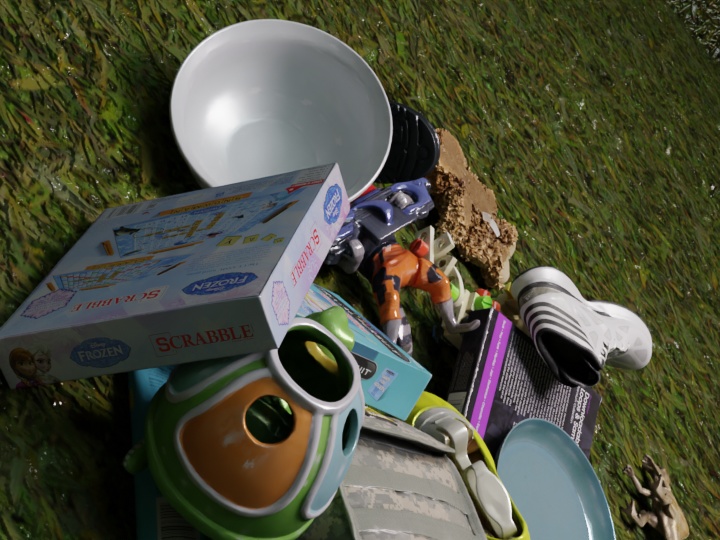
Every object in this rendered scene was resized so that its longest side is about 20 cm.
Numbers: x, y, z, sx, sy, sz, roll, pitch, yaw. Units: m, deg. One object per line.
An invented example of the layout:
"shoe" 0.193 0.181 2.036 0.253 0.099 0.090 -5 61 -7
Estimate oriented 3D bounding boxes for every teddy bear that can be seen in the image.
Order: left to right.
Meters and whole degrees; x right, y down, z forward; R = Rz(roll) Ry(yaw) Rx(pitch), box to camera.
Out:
"teddy bear" 0.115 -0.066 1.527 0.200 0.066 0.146 44 39 -36

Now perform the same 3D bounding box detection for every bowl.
"bowl" -0.077 -0.117 1.190 0.198 0.091 0.203 6 62 -12

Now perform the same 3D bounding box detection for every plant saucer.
"plant saucer" 0.179 0.241 1.260 0.199 0.027 0.202 30 48 -40

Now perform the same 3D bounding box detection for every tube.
"tube" -0.131 0.133 0.931 0.077 0.050 0.201 30 34 -34

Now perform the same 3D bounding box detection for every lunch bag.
"lunch bag" -0.001 0.174 1.022 0.163 0.117 0.201 22 35 -43

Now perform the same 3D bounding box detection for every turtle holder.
"turtle holder" -0.053 0.100 0.892 0.184 0.132 0.142 -4 51 -52

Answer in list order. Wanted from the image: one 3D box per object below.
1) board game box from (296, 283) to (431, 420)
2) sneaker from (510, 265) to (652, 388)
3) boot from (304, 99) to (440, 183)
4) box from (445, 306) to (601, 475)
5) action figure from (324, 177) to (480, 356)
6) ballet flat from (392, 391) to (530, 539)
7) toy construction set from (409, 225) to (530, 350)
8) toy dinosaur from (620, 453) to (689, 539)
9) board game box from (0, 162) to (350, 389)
"board game box" -0.056 0.038 1.070 0.199 0.047 0.151 27 8 -43
"sneaker" 0.233 0.085 1.358 0.199 0.075 0.116 28 39 -33
"boot" 0.017 -0.137 1.314 0.168 0.198 0.078 -20 113 -59
"box" 0.163 0.148 1.330 0.199 0.036 0.144 37 58 -34
"action figure" 0.000 0.000 1.265 0.199 0.105 0.195 -21 70 -34
"ballet flat" 0.091 0.173 1.170 0.201 0.066 0.067 59 -18 31
"toy construction set" 0.130 0.038 1.395 0.199 0.092 0.132 32 60 -25
"toy dinosaur" 0.348 0.280 1.524 0.101 0.058 0.201 40 32 -30
"board game box" -0.124 0.000 0.920 0.200 0.198 0.042 -64 140 -58
